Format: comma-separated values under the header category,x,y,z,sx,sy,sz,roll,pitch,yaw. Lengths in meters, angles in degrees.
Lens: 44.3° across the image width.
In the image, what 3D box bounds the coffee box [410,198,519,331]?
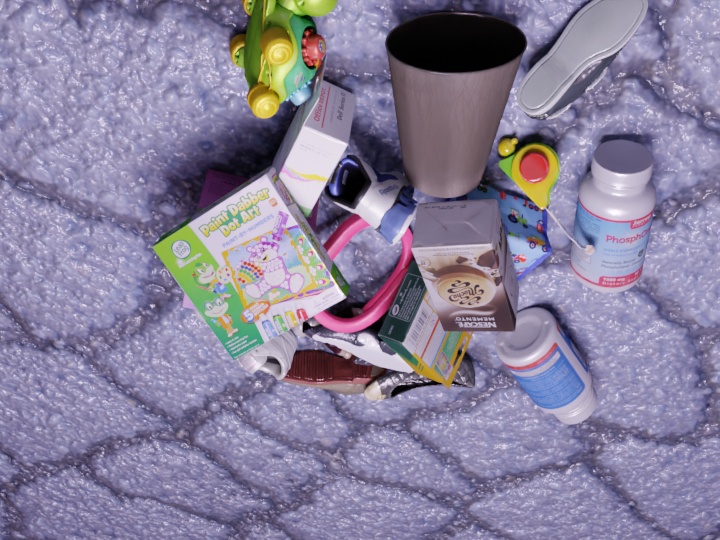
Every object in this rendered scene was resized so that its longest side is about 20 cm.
category,x,y,z,sx,sy,sz,roll,pitch,yaw
coffee box,0.150,-0.002,1.229,0.110,0.081,0.201,-2,143,20

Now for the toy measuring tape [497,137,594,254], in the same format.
category,x,y,z,sx,sy,sz,roll,pitch,yaw
toy measuring tape,0.270,-0.115,1.226,0.200,0.073,0.074,47,126,7

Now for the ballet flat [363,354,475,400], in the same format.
category,x,y,z,sx,sy,sz,roll,pitch,yaw
ballet flat,0.102,0.191,1.502,0.195,0.058,0.067,-13,158,-6

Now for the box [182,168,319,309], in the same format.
category,x,y,z,sx,sy,sz,roll,pitch,yaw
box,-0.167,-0.028,1.340,0.172,0.098,0.203,12,130,-7

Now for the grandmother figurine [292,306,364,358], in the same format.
category,x,y,z,sx,sy,sz,roll,pitch,yaw
grandmother figurine,-0.017,0.106,1.472,0.196,0.061,0.123,14,122,-12

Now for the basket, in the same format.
category,x,y,z,sx,sy,sz,roll,pitch,yaw
basket,0.114,-0.208,1.147,0.176,0.138,0.203,-7,136,-9

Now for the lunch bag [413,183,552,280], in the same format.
category,x,y,z,sx,sy,sz,roll,pitch,yaw
lunch bag,0.173,-0.025,1.337,0.148,0.096,0.201,17,140,-14

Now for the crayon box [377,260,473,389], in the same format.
category,x,y,z,sx,sy,sz,roll,pitch,yaw
crayon box,0.109,0.089,1.376,0.051,0.128,0.200,16,162,34

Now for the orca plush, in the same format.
category,x,y,z,sx,sy,sz,roll,pitch,yaw
orca plush,0.003,0.101,1.425,0.195,0.072,0.106,13,153,-1

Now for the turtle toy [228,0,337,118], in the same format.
category,x,y,z,sx,sy,sz,roll,pitch,yaw
turtle toy,-0.091,-0.291,1.095,0.099,0.147,0.202,-1,136,-26

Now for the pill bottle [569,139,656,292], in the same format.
category,x,y,z,sx,sy,sz,roll,pitch,yaw
pill bottle,0.359,-0.076,1.256,0.106,0.110,0.203,-1,131,4

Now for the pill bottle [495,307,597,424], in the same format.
category,x,y,z,sx,sy,sz,roll,pitch,yaw
pill bottle,0.315,0.165,1.464,0.111,0.113,0.201,-25,124,23

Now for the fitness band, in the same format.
category,x,y,z,sx,sy,sz,roll,pitch,yaw
fitness band,0.000,0.000,1.344,0.143,0.037,0.201,37,97,-25

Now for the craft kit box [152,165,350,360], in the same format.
category,x,y,z,sx,sy,sz,roll,pitch,yaw
craft kit box,-0.146,-0.006,1.195,0.198,0.049,0.199,-29,104,18

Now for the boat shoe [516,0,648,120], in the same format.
category,x,y,z,sx,sy,sz,roll,pitch,yaw
boat shoe,0.283,-0.273,1.126,0.199,0.076,0.060,-39,158,20

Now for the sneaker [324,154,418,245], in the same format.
category,x,y,z,sx,sy,sz,roll,pitch,yaw
sneaker,0.013,-0.114,1.200,0.114,0.200,0.081,35,102,-12

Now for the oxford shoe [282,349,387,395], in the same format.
category,x,y,z,sx,sy,sz,roll,pitch,yaw
oxford shoe,-0.053,0.189,1.538,0.195,0.071,0.076,4,137,1

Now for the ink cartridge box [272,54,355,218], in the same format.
category,x,y,z,sx,sy,sz,roll,pitch,yaw
ink cartridge box,-0.062,-0.173,1.189,0.066,0.119,0.201,21,133,-14

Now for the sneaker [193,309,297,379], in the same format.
category,x,y,z,sx,sy,sz,roll,pitch,yaw
sneaker,-0.189,0.107,1.455,0.198,0.101,0.075,32,128,-20
